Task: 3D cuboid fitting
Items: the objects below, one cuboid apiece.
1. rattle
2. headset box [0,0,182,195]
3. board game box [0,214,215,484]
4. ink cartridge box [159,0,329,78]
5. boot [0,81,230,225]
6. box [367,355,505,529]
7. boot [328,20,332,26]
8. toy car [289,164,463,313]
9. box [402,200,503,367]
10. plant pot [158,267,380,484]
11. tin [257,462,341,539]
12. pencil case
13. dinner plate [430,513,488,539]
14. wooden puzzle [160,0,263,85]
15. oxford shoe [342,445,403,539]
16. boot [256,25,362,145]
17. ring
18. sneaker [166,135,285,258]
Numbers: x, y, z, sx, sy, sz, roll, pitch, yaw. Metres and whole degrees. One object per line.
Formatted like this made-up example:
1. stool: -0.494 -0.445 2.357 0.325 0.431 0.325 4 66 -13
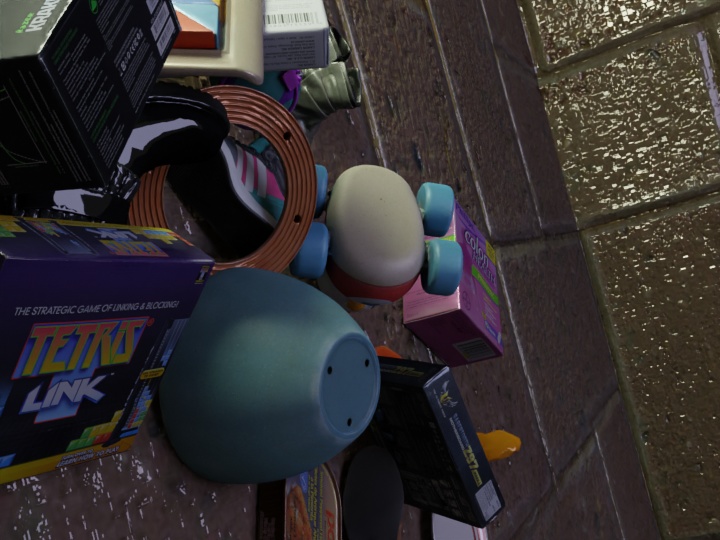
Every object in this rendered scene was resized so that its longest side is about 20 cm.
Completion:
1. rattle: 0.117 0.176 1.198 0.130 0.142 0.202 -34 106 -75
2. headset box: -0.239 -0.134 0.567 0.175 0.198 0.093 -79 161 -43
3. board game box: -0.200 0.052 0.585 0.166 0.056 0.200 -63 158 12
4. ink cartridge box: -0.136 -0.248 0.851 0.174 0.198 0.044 -101 -171 -48
5. boot: -0.185 -0.061 0.701 0.210 0.079 0.159 -4 72 -39
6. box: 0.076 0.203 1.086 0.051 0.157 0.201 -33 108 -32
7. boot: -0.082 -0.325 1.189 0.187 0.064 0.201 -69 142 -50
8. toy car: 0.000 0.000 1.046 0.201 0.183 0.178 108 -16 -46
9. box: 0.145 0.022 1.416 0.176 0.096 0.202 44 37 -48
10. plant pot: -0.061 0.099 0.809 0.199 0.134 0.202 -2 93 -55
11. tin: -0.059 0.279 0.891 0.112 0.042 0.202 38 43 -47
12. pencil case: -0.115 -0.221 0.934 0.201 0.092 0.086 -111 -171 -53
13. dinner plate: 0.137 0.383 1.269 0.200 0.024 0.202 46 36 -47
14. wooden puzzle: -0.179 -0.224 0.746 0.186 0.198 0.037 -97 -165 -44
15. oxford shoe: 0.016 0.304 1.028 0.071 0.071 0.202 88 -1 -62
16. boot: -0.057 -0.180 1.059 0.068 0.130 0.202 7 69 -64
17. ring: -0.128 -0.073 0.845 0.199 0.019 0.202 -11 109 -34
18. sneaker: -0.128 -0.111 0.922 0.201 0.083 0.121 56 28 -31
